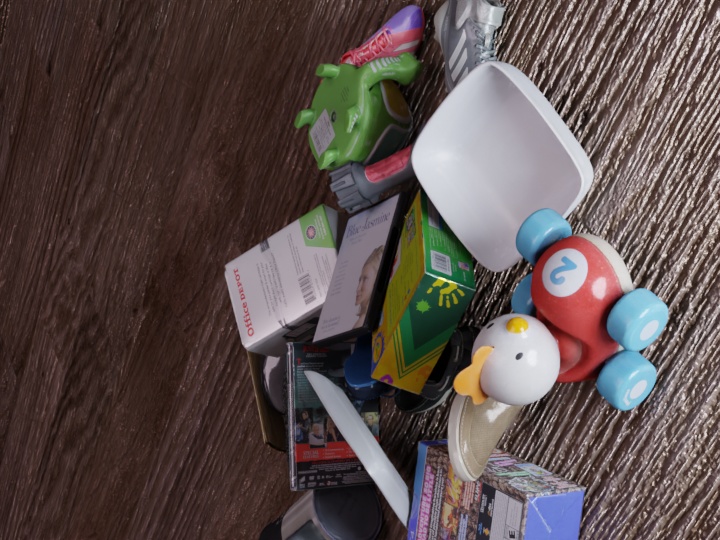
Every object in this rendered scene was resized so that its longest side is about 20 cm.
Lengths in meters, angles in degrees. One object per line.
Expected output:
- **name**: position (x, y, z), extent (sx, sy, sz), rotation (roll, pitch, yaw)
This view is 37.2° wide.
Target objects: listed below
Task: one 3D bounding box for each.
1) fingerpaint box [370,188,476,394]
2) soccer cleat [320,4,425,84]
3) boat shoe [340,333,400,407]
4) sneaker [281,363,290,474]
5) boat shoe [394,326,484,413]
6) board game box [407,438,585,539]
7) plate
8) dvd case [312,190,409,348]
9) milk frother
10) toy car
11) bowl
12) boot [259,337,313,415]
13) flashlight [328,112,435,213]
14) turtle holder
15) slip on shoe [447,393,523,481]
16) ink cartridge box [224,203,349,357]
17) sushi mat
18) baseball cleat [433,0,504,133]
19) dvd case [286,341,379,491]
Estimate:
- **fingerpaint box**: position (0.076, 0.024, 1.353), extent (0.201, 0.072, 0.168), rotation (-89, 21, -58)
- **soccer cleat**: position (0.018, -0.302, 1.513), extent (0.200, 0.075, 0.068), rotation (-40, 57, 47)
- **boat shoe**: position (0.024, 0.139, 1.447), extent (0.083, 0.200, 0.070), rotation (-4, 105, 12)
- **sneaker**: position (-0.074, 0.217, 1.622), extent (0.078, 0.084, 0.204), rotation (-164, 69, -77)
- **boat shoe**: position (0.092, 0.130, 1.400), extent (0.200, 0.067, 0.073), rotation (-46, 55, 48)
- **board game box**: position (0.155, 0.307, 1.275), extent (0.199, 0.096, 0.163), rotation (17, 103, 54)
- **plate**: position (0.013, 0.235, 1.381), extent (0.032, 0.201, 0.200), rotation (-34, 44, -4)
- **dvd case**: position (0.000, 0.000, 1.436), extent (0.142, 0.017, 0.203), rotation (-23, 46, 57)
- **milk frother**: position (-0.043, 0.428, 1.546), extent (0.199, 0.181, 0.188), rotation (39, 133, -3)
- **toy car**: position (0.183, 0.069, 1.125), extent (0.184, 0.198, 0.179), rotation (46, 152, 39)
- **bowl**: position (0.171, -0.125, 1.255), extent (0.201, 0.074, 0.200), rotation (54, 134, 12)
- **boot**: position (-0.095, 0.126, 1.670), extent (0.130, 0.069, 0.204), rotation (-5, 89, 48)
- **flashlight**: position (0.050, -0.147, 1.408), extent (0.198, 0.068, 0.069), rotation (-21, 60, 26)
- **turtle holder**: position (0.005, -0.225, 1.482), extent (0.141, 0.130, 0.188), rotation (39, 119, 49)
- **slip on shoe**: position (0.157, 0.154, 1.242), extent (0.060, 0.077, 0.201), rotation (-9, 37, 36)
- **ink cartridge box**: position (-0.093, 0.019, 1.595), extent (0.198, 0.084, 0.148), rotation (-30, 63, 25)
- **sushi mat**: position (-0.152, 0.193, 1.735), extent (0.012, 0.096, 0.203), rotation (-18, 68, 11)
- **baseball cleat**: position (0.145, -0.271, 1.338), extent (0.106, 0.069, 0.203), rotation (-44, 55, 45)
- **dvd case**: position (-0.037, 0.202, 1.512), extent (0.022, 0.144, 0.204), rotation (-9, 82, 56)
